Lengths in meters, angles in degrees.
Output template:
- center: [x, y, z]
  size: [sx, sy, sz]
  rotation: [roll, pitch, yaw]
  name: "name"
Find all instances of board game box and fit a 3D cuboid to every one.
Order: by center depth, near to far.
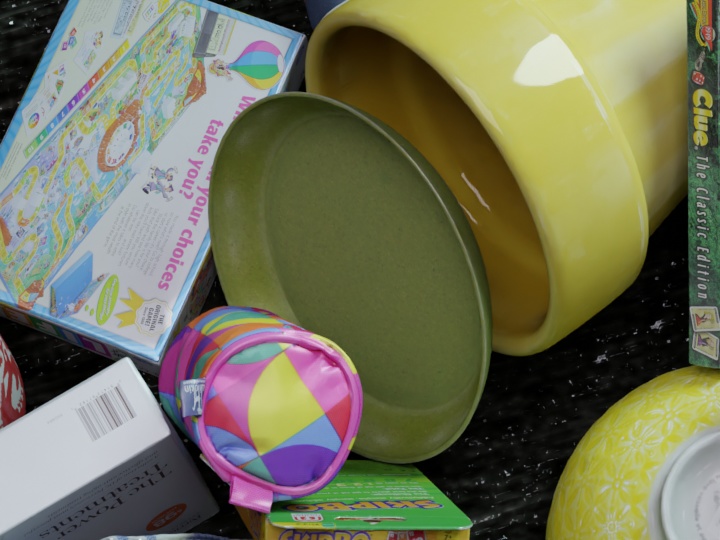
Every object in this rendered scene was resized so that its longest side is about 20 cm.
- center: [-0.007, 0.116, 1.372]
  size: [0.095, 0.200, 0.030]
  rotation: [1, 92, -8]
  name: "board game box"
- center: [0.198, -0.062, 1.405]
  size: [0.023, 0.201, 0.105]
  rotation: [15, 28, 39]
  name: "board game box"
- center: [-0.126, -0.056, 1.535]
  size: [0.134, 0.034, 0.201]
  rotation: [20, 75, 13]
  name: "board game box"

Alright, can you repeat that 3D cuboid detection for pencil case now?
- center: [-0.052, 0.063, 1.373]
  size: [0.088, 0.200, 0.089]
  rotation: [0, 93, -7]
  name: "pencil case"

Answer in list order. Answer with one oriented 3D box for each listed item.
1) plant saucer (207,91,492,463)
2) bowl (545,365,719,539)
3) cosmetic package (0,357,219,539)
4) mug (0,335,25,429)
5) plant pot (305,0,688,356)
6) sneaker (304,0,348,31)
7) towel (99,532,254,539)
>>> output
- center: [0.000, 0.000, 1.437]
  size: [0.031, 0.200, 0.200]
  rotation: [-27, 67, -37]
  name: "plant saucer"
- center: [0.189, 0.130, 1.398]
  size: [0.199, 0.108, 0.201]
  rotation: [-2, 71, 5]
  name: "bowl"
- center: [-0.177, 0.133, 1.416]
  size: [0.199, 0.151, 0.052]
  rotation: [-30, 72, -4]
  name: "cosmetic package"
- center: [-0.264, 0.045, 1.430]
  size: [0.176, 0.200, 0.134]
  rotation: [-3, 71, 6]
  name: "mug"
- center: [0.103, -0.089, 1.447]
  size: [0.189, 0.201, 0.201]
  rotation: [-35, 70, -23]
  name: "plant pot"
- center: [0.061, -0.179, 1.537]
  size: [0.199, 0.075, 0.085]
  rotation: [-19, 58, -6]
  name: "sneaker"
- center: [-0.121, 0.152, 1.360]
  size: [0.146, 0.200, 0.024]
  rotation: [-14, 78, 22]
  name: "towel"
